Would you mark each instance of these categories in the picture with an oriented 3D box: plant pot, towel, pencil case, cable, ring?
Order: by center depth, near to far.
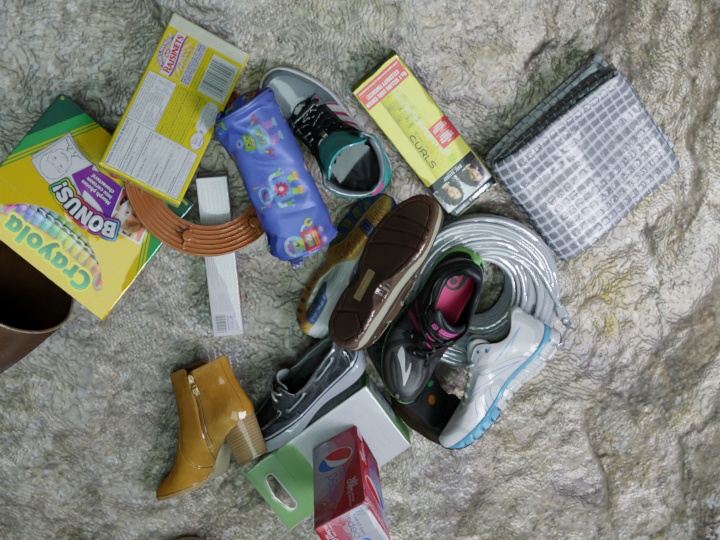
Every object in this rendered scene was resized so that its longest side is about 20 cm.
[{"bbox_3d":[-0.099,-0.105,1.170,0.086,0.078,0.203,-24,104,-1],"label":"pencil case"},{"bbox_3d":[-0.180,-0.119,1.198,0.196,0.019,0.205,2,83,-16],"label":"ring"},{"bbox_3d":[-0.471,0.062,1.202,0.186,0.188,0.200,40,114,-14],"label":"plant pot"},{"bbox_3d":[0.273,-0.134,1.235,0.199,0.086,0.166,-40,106,7],"label":"towel"},{"bbox_3d":[0.151,0.024,1.276,0.196,0.069,0.203,-17,109,4],"label":"cable"}]

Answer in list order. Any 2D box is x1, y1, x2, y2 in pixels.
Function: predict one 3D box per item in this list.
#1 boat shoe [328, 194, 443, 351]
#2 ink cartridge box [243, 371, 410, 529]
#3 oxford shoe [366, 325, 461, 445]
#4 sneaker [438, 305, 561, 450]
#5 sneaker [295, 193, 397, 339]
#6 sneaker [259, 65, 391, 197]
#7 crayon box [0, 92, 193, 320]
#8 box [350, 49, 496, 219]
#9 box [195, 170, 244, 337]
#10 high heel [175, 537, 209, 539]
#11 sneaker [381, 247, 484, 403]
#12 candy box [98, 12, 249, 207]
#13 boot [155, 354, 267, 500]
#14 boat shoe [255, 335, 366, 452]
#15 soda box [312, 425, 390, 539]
[{"bbox_3d":[0.036,0.004,1.213,0.074,0.075,0.204,39,96,30],"label":"boat shoe"},{"bbox_3d":[-0.043,0.234,1.329,0.199,0.059,0.104,-36,105,7],"label":"ink cartridge box"},{"bbox_3d":[0.059,0.153,1.299,0.201,0.084,0.073,54,54,-18],"label":"oxford shoe"},{"bbox_3d":[0.150,0.127,1.245,0.086,0.075,0.201,38,96,-7],"label":"sneaker"},{"bbox_3d":[0.000,0.000,1.270,0.087,0.076,0.202,25,107,-26],"label":"sneaker"},{"bbox_3d":[-0.039,-0.155,1.187,0.199,0.121,0.084,40,100,-13],"label":"sneaker"},{"bbox_3d":[-0.327,-0.073,1.195,0.199,0.058,0.174,40,80,-13],"label":"crayon box"},{"bbox_3d":[0.077,-0.163,1.230,0.075,0.050,0.201,-37,105,8],"label":"box"},{"bbox_3d":[-0.173,-0.020,1.258,0.041,0.039,0.204,-6,106,-4],"label":"box"},{"bbox_3d":[-0.241,0.437,1.361,0.196,0.071,0.146,-8,101,15],"label":"high heel"},{"bbox_3d":[0.083,0.067,1.202,0.076,0.084,0.203,24,102,-8],"label":"sneaker"},{"bbox_3d":[-0.213,-0.185,1.171,0.101,0.026,0.203,26,76,-9],"label":"candy box"},{"bbox_3d":[-0.214,0.200,1.309,0.200,0.070,0.146,-31,84,29],"label":"boot"},{"bbox_3d":[-0.083,0.148,1.283,0.200,0.073,0.071,-43,124,15],"label":"boat shoe"},{"bbox_3d":[-0.014,0.264,1.203,0.069,0.200,0.064,-28,105,4],"label":"soda box"}]
